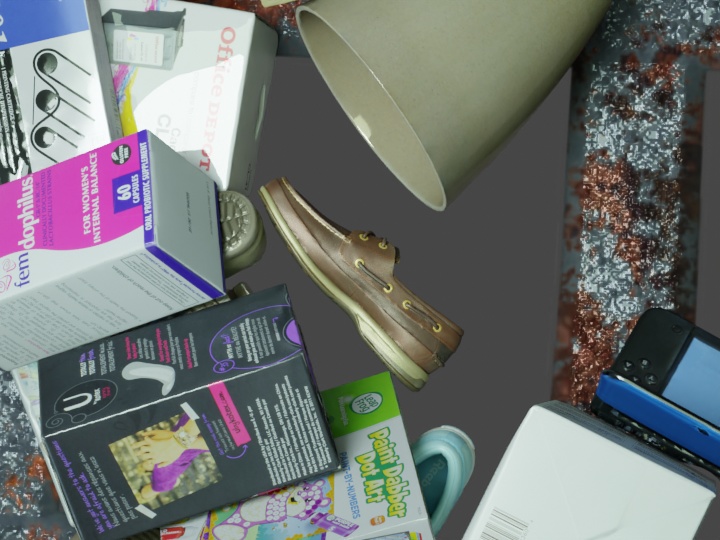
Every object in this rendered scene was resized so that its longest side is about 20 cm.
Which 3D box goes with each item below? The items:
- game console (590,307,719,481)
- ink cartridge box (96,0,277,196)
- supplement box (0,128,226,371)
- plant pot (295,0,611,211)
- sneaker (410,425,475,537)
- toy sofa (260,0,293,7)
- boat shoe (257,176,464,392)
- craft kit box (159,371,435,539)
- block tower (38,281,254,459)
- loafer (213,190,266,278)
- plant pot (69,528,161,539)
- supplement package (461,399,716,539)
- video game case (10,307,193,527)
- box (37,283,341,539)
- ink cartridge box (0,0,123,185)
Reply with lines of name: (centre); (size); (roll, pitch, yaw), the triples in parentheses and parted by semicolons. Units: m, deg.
game console: (0.279, 0.098, 1.594); (0.199, 0.119, 0.171); (29, 50, 8)
ink cartridge box: (-0.179, -0.143, 1.731); (0.199, 0.086, 0.149); (9, 89, 11)
supplement box: (-0.213, -0.012, 1.641); (0.199, 0.103, 0.102); (-20, 59, 22)
plant pot: (0.086, -0.178, 1.657); (0.200, 0.187, 0.188); (-36, 83, -8)
sneaker: (0.017, 0.206, 1.689); (0.074, 0.082, 0.201); (30, 93, 10)
toy sofa: (0.003, -0.279, 1.642); (0.199, 0.083, 0.098); (-26, 102, -19)
boat shoe: (0.000, 0.000, 1.708); (0.068, 0.072, 0.200); (-41, 89, 0)
craft kit box: (-0.053, 0.169, 1.628); (0.196, 0.200, 0.049); (-14, 120, -1)
block tower: (-0.160, 0.086, 1.713); (0.200, 0.058, 0.054); (-36, 83, 5)
loafer: (-0.158, -0.004, 1.711); (0.199, 0.068, 0.076); (-13, 62, 24)
plant pot: (-0.191, 0.270, 1.675); (0.200, 0.093, 0.202); (-13, 67, 33)
supplement package: (0.156, 0.211, 1.607); (0.146, 0.200, 0.192); (27, 92, 9)
video game case: (-0.186, 0.079, 1.756); (0.181, 0.022, 0.201); (-23, 85, 8)
box: (-0.128, 0.106, 1.620); (0.199, 0.122, 0.107); (-17, 117, -1)
ink cartridge box: (-0.243, -0.161, 1.678); (0.093, 0.044, 0.201); (-11, 85, 9)
